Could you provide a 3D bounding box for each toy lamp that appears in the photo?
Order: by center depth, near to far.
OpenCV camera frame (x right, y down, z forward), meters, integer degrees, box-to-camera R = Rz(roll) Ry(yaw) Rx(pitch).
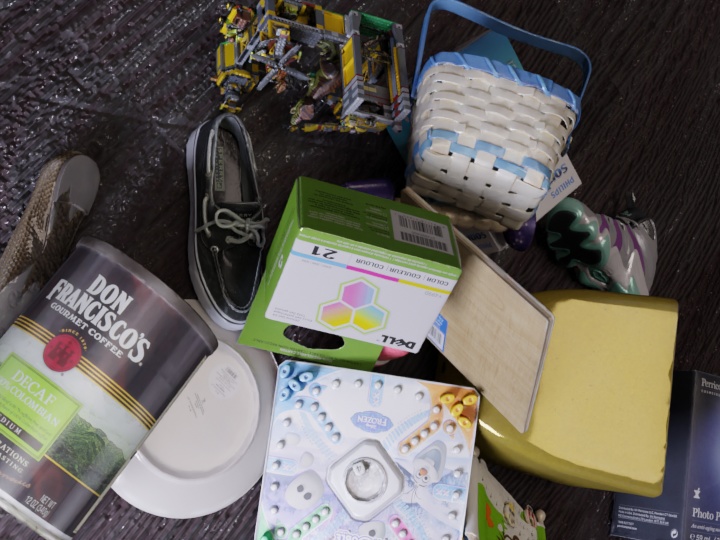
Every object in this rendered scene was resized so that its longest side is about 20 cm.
[{"bbox_3d":[0.074,-0.056,0.956,0.196,0.058,0.059,9,80,-15],"label":"toy lamp"}]

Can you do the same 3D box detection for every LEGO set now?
[{"bbox_3d":[-0.044,-0.171,0.917,0.197,0.153,0.118,13,61,-35],"label":"LEGO set"}]

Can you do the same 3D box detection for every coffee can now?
[{"bbox_3d":[-0.231,0.096,0.778,0.146,0.146,0.201,42,70,-19],"label":"coffee can"}]

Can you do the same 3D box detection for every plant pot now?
[{"bbox_3d":[0.186,0.117,1.001,0.196,0.195,0.198,12,79,-16],"label":"plant pot"}]

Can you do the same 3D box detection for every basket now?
[{"bbox_3d":[0.124,-0.157,0.919,0.174,0.139,0.203,20,69,-2],"label":"basket"}]

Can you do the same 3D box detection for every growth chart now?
[{"bbox_3d":[0.153,0.275,0.987,0.200,0.018,0.146,48,31,-39],"label":"growth chart"}]

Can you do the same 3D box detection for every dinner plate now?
[{"bbox_3d":[-0.157,0.128,0.895,0.197,0.024,0.204,4,83,-30],"label":"dinner plate"}]

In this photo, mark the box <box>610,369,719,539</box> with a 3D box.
[{"bbox_3d":[0.419,0.234,1.154,0.197,0.123,0.202,14,76,-28],"label":"box"}]

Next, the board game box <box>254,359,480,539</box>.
[{"bbox_3d":[0.004,0.199,0.904,0.196,0.026,0.204,8,86,5],"label":"board game box"}]

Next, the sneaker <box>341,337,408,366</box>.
[{"bbox_3d":[0.000,0.000,0.961,0.073,0.086,0.203,-32,100,-29],"label":"sneaker"}]

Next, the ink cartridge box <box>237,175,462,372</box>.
[{"bbox_3d":[-0.017,0.033,0.850,0.145,0.202,0.076,13,37,-16],"label":"ink cartridge box"}]

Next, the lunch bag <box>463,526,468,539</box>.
[{"bbox_3d":[0.068,0.279,0.978,0.148,0.094,0.204,2,75,-26],"label":"lunch bag"}]

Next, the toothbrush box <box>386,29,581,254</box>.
[{"bbox_3d":[0.130,-0.138,1.050,0.146,0.085,0.202,-37,102,-26],"label":"toothbrush box"}]

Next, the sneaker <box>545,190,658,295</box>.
[{"bbox_3d":[0.297,-0.050,1.141,0.201,0.077,0.141,50,58,-35],"label":"sneaker"}]

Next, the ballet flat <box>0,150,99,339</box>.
[{"bbox_3d":[-0.285,-0.011,0.829,0.067,0.046,0.203,34,72,-55],"label":"ballet flat"}]

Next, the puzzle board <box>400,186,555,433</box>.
[{"bbox_3d":[0.098,0.034,0.885,0.017,0.200,0.152,-25,140,-25],"label":"puzzle board"}]

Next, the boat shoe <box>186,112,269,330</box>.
[{"bbox_3d":[-0.119,-0.047,0.905,0.072,0.068,0.204,2,82,-31],"label":"boat shoe"}]
